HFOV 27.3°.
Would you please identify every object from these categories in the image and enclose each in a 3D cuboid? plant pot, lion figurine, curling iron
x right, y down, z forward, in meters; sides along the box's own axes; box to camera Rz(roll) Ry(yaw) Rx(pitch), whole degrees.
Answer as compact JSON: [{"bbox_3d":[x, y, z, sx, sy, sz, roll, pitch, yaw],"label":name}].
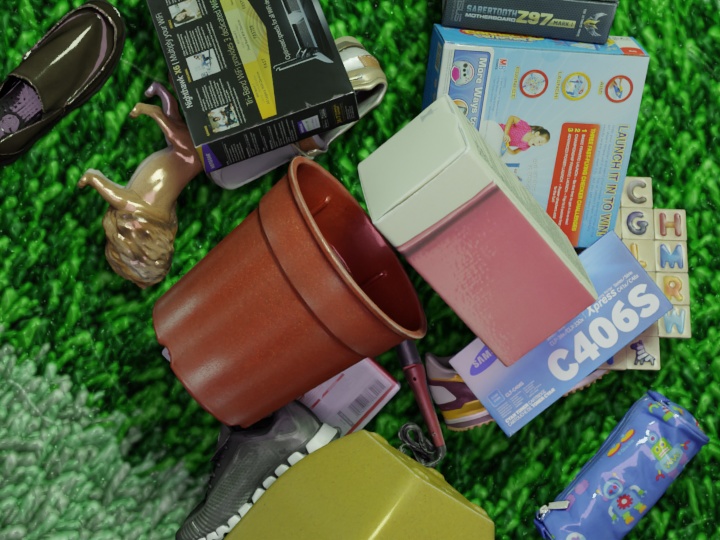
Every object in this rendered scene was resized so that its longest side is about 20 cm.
[{"bbox_3d":[0.011,0.272,1.388,0.195,0.194,0.201,36,89,-33],"label":"plant pot"},{"bbox_3d":[-0.196,-0.091,1.449,0.122,0.072,0.201,36,87,-11],"label":"lion figurine"},{"bbox_3d":[0.044,0.102,1.459,0.049,0.026,0.202,-14,98,-19],"label":"curling iron"},{"bbox_3d":[-0.074,0.034,1.375,0.195,0.201,0.201,-36,94,15],"label":"plant pot"}]

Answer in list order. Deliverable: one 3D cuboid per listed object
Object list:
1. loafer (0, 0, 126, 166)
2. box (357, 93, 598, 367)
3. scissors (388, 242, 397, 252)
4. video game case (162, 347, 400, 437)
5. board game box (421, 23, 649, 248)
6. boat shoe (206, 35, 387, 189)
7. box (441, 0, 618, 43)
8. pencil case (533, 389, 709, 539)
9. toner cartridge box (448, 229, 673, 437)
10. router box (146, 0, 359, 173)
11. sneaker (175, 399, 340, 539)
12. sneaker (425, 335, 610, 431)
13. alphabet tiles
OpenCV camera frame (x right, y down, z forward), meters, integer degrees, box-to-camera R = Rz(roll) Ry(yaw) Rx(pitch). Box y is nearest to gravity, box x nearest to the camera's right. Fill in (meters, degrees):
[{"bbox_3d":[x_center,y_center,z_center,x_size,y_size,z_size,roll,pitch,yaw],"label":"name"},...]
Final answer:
[{"bbox_3d":[-0.302,-0.179,1.437,0.073,0.071,0.200,40,91,-4],"label":"loafer"},{"bbox_3d":[0.103,-0.035,1.330,0.109,0.128,0.200,-38,116,13],"label":"box"},{"bbox_3d":[0.000,0.000,1.476,0.199,0.014,0.074,-14,98,6],"label":"scissors"},{"bbox_3d":[-0.079,0.098,1.481,0.200,0.017,0.143,43,98,-5],"label":"video game case"},{"bbox_3d":[0.154,-0.123,1.397,0.194,0.056,0.201,2,117,-10],"label":"board game box"},{"bbox_3d":[-0.063,-0.144,1.440,0.200,0.075,0.068,-41,54,0],"label":"boat shoe"},{"bbox_3d":[0.156,-0.301,1.401,0.156,0.201,0.051,7,137,-3],"label":"box"},{"bbox_3d":[0.255,0.209,1.481,0.200,0.078,0.087,-47,117,-1],"label":"pencil case"},{"bbox_3d":[0.190,0.059,1.412,0.200,0.043,0.095,-40,85,8],"label":"toner cartridge box"},{"bbox_3d":[-0.106,-0.209,1.409,0.156,0.052,0.201,-19,64,-3],"label":"router box"},{"bbox_3d":[-0.119,0.193,1.461,0.200,0.066,0.091,-41,94,12],"label":"sneaker"},{"bbox_3d":[0.162,0.085,1.472,0.199,0.075,0.091,-23,100,-2],"label":"sneaker"},{"bbox_3d":[0.243,0.000,1.470,0.165,0.006,0.202,2,72,-2],"label":"alphabet tiles"}]
